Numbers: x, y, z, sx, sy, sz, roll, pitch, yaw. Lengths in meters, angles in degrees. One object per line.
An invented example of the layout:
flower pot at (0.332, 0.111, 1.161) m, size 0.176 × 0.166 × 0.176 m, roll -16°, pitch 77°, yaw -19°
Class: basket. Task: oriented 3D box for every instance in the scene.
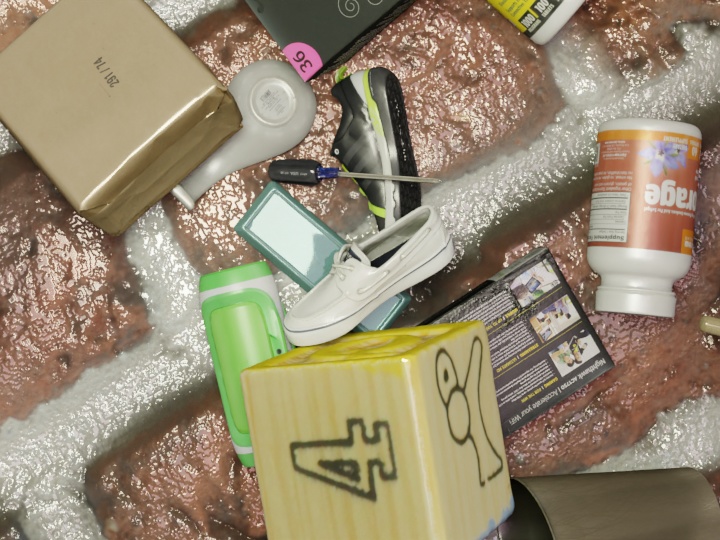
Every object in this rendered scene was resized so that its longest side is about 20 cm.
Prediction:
basket at (0.265, 0.275, 1.399) m, size 0.197 × 0.180 × 0.138 m, roll -6°, pitch 109°, yaw -14°

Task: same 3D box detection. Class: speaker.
speaker at (-0.110, 0.096, 1.397) m, size 0.087 × 0.088 × 0.203 m, roll -13°, pitch 90°, yaw -6°

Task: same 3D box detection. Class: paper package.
paper package at (-0.251, -0.168, 1.346) m, size 0.190 × 0.104 × 0.200 m, roll -42°, pitch 70°, yaw -5°

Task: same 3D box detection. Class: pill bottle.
pill bottle at (0.153, -0.343, 1.417) m, size 0.199 × 0.112 × 0.113 m, roll 40°, pitch 86°, yaw -3°
pill bottle at (0.299, -0.054, 1.426) m, size 0.110 × 0.112 × 0.203 m, roll 5°, pitch 89°, yaw -5°

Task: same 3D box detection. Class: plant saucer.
plant saucer at (-0.040, -0.007, 1.440) m, size 0.199 × 0.019 × 0.070 m, roll 40°, pitch 85°, yaw -3°

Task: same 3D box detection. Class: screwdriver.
screwdriver at (-0.007, -0.103, 1.396) m, size 0.197 × 0.028 × 0.030 m, roll 1°, pitch 73°, yaw 24°

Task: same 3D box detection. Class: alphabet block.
alphabet block at (0.021, 0.170, 1.316) m, size 0.194 × 0.195 × 0.203 m, roll -7°, pitch 94°, yaw 26°

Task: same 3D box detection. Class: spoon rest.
spoon rest at (-0.129, -0.141, 1.421) m, size 0.099 × 0.061 × 0.200 m, roll 46°, pitch 72°, yaw -4°

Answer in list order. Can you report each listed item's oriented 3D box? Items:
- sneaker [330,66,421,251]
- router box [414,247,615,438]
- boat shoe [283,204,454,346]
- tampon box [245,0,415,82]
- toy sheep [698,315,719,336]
sneaker at (0.011, -0.118, 1.434) m, size 0.082 × 0.072 × 0.203 m, roll -7°, pitch 91°, yaw 23°
router box at (0.150, 0.090, 1.438) m, size 0.199 × 0.051 × 0.150 m, roll -31°, pitch 94°, yaw -5°
boat shoe at (0.000, 0.000, 1.370) m, size 0.199 × 0.074 × 0.066 m, roll -34°, pitch 127°, yaw -7°
tampon box at (-0.011, -0.317, 1.352) m, size 0.199 × 0.126 × 0.151 m, roll -37°, pitch 92°, yaw 28°
toy sheep at (0.453, 0.079, 1.428) m, size 0.197 × 0.138 × 0.140 m, roll 8°, pitch 88°, yaw -5°
